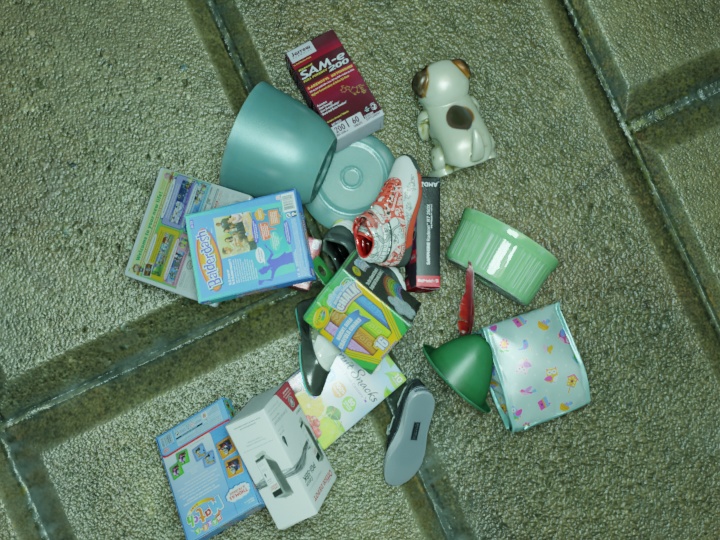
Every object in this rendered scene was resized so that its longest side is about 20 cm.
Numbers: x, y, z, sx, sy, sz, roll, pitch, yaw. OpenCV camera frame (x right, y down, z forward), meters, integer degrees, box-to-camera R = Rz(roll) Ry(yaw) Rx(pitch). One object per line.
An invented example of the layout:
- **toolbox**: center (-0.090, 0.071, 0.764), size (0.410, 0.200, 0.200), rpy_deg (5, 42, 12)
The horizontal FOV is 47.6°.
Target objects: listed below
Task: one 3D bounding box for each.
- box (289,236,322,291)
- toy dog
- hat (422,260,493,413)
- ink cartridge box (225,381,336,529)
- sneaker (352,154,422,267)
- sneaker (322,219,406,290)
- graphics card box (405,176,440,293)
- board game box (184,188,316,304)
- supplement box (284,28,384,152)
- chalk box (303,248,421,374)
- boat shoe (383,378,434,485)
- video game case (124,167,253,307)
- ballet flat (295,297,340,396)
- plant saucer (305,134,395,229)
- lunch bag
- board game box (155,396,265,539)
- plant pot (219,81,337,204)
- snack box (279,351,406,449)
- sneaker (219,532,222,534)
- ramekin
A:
- **box**: center (-0.175, -0.032, 1.485), size (0.197, 0.100, 0.097), rpy_deg (16, 85, -5)
- **toy dog**: center (0.162, -0.284, 1.504), size (0.138, 0.194, 0.203), rpy_deg (-19, 94, 5)
- **hat**: center (0.221, 0.130, 1.451), size (0.176, 0.199, 0.166), rpy_deg (-47, 54, 8)
- **ink cartridge box**: center (-0.132, 0.316, 1.408), size (0.082, 0.147, 0.202), rpy_deg (-25, 95, 16)
- **sneaker**: center (0.045, -0.109, 1.429), size (0.107, 0.067, 0.205), rpy_deg (6, 91, -41)
- **sneaker**: center (0.000, 0.000, 1.502), size (0.200, 0.075, 0.084), rpy_deg (47, 38, 6)
- **graphics card box**: center (0.114, -0.063, 1.508), size (0.050, 0.125, 0.204), rpy_deg (2, 86, -5)
- **board game box**: center (-0.186, -0.039, 1.369), size (0.197, 0.045, 0.155), rpy_deg (-12, 82, 6)
- **supplement box**: center (-0.049, -0.337, 1.527), size (0.108, 0.061, 0.202), rpy_deg (-29, 77, -8)
- **chalk box**: center (-0.013, 0.055, 1.415), size (0.199, 0.125, 0.124), rpy_deg (39, 110, 0)
- **boat shoe**: center (0.081, 0.296, 1.502), size (0.072, 0.068, 0.202), rpy_deg (4, 109, -17)
- **video game case**: center (-0.300, -0.059, 1.425), size (0.179, 0.022, 0.203), rpy_deg (18, 86, 11)
- **ballet flat**: center (-0.077, 0.125, 1.452), size (0.068, 0.068, 0.202), rpy_deg (-28, 49, 19)
- **plant saucer**: center (-0.018, -0.173, 1.547), size (0.196, 0.036, 0.204), rpy_deg (0, 85, -6)
- **lunch bag**: center (0.319, 0.182, 1.514), size (0.168, 0.122, 0.203), rpy_deg (-18, 82, -8)
- **board game box**: center (-0.261, 0.347, 1.416), size (0.150, 0.037, 0.202), rpy_deg (-31, 62, 10)
- **plant pot**: center (-0.135, -0.208, 1.446), size (0.159, 0.201, 0.203), rpy_deg (23, 83, 1)
- **snack box**: center (-0.035, 0.208, 1.504), size (0.199, 0.053, 0.143), rpy_deg (-38, 91, -8)
- **sneaker**: center (-0.216, 0.377, 1.462), size (0.080, 0.074, 0.203), rpy_deg (20, 85, -7)
- **ramekin**: center (0.252, -0.021, 1.488), size (0.198, 0.200, 0.099), rpy_deg (31, 90, -3)
